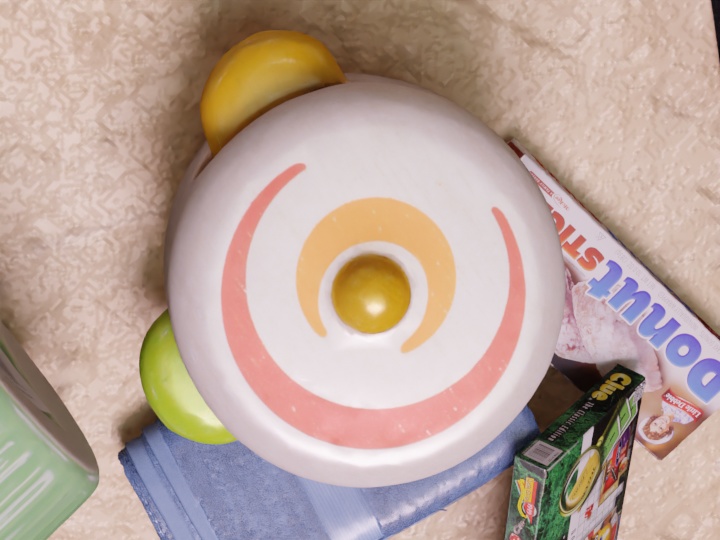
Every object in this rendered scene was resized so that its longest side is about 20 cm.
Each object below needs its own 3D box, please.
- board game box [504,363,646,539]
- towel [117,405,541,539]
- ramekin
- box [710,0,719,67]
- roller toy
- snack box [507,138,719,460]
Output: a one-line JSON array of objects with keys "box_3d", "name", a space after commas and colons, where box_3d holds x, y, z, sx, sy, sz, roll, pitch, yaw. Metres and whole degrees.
[{"box_3d": [0.107, 0.157, 1.128, 0.105, 0.023, 0.201, -34, 139, -43], "name": "board game box"}, {"box_3d": [-0.016, 0.091, 1.082, 0.199, 0.049, 0.112, -28, 89, -2], "name": "towel"}, {"box_3d": [-0.207, 0.057, 0.947, 0.098, 0.200, 0.200, -39, 119, -3], "name": "ramekin"}, {"box_3d": [0.293, -0.112, 0.996, 0.197, 0.200, 0.124, -17, 119, -8], "name": "box"}, {"box_3d": [0.000, 0.000, 0.980, 0.181, 0.140, 0.201, 12, 96, -8], "name": "roller toy"}, {"box_3d": [0.121, 0.018, 1.112, 0.072, 0.024, 0.200, -44, 119, 9], "name": "snack box"}]
